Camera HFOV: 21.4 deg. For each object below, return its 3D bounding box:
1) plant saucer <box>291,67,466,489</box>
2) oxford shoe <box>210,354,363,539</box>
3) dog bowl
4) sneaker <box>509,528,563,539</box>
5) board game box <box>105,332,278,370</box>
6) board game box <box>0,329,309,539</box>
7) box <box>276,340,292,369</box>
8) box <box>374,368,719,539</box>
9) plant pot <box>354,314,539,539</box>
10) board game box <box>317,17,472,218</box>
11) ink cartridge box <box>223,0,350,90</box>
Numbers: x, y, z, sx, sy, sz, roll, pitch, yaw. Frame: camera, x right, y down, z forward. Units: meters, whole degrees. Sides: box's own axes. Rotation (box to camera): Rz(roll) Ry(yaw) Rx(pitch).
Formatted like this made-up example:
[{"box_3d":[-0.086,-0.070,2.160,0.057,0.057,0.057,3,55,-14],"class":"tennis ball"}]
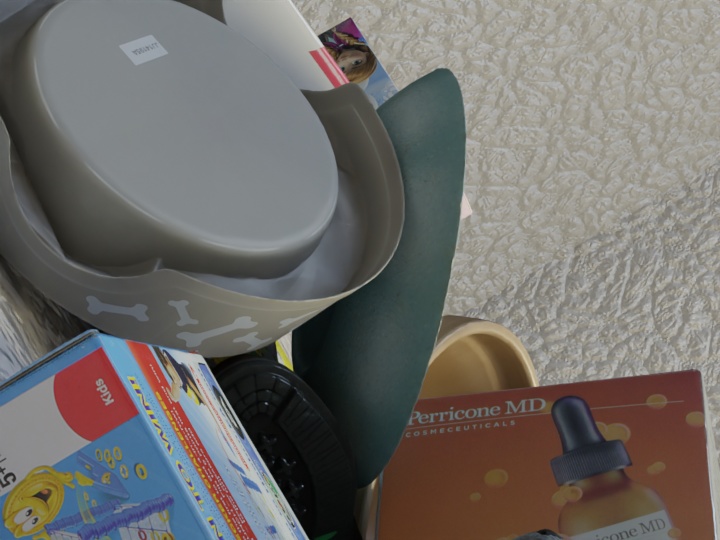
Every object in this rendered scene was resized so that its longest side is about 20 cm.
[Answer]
[{"box_3d":[0.000,0.000,0.890,0.201,0.039,0.201,-169,-90,-78],"class":"plant saucer"},{"box_3d":[-0.041,0.099,0.860,0.084,0.073,0.200,57,-13,42],"class":"oxford shoe"},{"box_3d":[-0.080,-0.050,0.789,0.200,0.059,0.200,25,39,-21],"class":"dog bowl"},{"box_3d":[0.048,0.154,0.561,0.116,0.075,0.200,64,11,-3],"class":"sneaker"},{"box_3d":[-0.095,-0.010,0.902,0.200,0.034,0.135,56,18,-47],"class":"board game box"},{"box_3d":[-0.038,0.121,0.594,0.200,0.056,0.196,59,1,6],"class":"board game box"},{"box_3d":[-0.069,0.061,1.160,0.117,0.048,0.200,59,3,6],"class":"box"},{"box_3d":[0.088,0.156,0.841,0.200,0.152,0.106,-85,163,-46],"class":"box"},{"box_3d":[0.015,0.118,1.039,0.093,0.201,0.201,11,-29,32],"class":"plant pot"},{"box_3d":[-0.050,-0.068,1.390,0.199,0.200,0.043,59,-1,39],"class":"board game box"},{"box_3d":[-0.093,-0.102,1.026,0.146,0.085,0.200,53,-15,-27],"class":"ink cartridge box"}]
